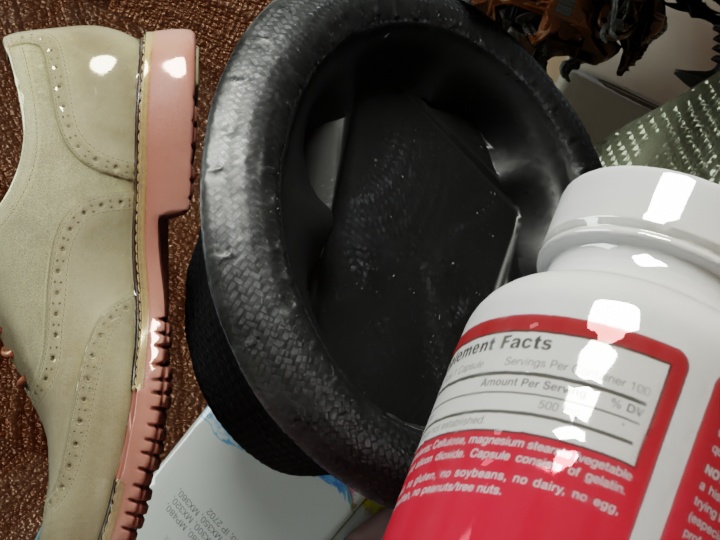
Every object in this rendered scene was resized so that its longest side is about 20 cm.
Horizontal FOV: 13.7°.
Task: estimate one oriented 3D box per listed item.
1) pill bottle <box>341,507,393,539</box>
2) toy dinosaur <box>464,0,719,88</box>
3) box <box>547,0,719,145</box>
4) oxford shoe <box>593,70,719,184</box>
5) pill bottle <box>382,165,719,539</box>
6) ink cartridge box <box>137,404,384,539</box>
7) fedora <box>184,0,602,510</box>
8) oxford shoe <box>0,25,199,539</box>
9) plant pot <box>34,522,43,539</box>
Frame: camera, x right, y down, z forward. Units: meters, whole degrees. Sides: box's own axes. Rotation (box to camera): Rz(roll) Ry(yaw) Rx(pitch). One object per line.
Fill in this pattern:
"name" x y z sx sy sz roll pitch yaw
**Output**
"pill bottle" 0.018 0.149 1.079 0.200 0.114 0.115 130 164 -73
"toy dinosaur" 0.116 -0.126 1.130 0.200 0.136 0.102 -49 0 7
"box" 0.101 -0.046 1.328 0.200 0.077 0.095 120 173 -50
"oxford shoe" 0.137 -0.032 1.051 0.200 0.058 0.075 -25 32 60
"pill bottle" 0.069 0.074 0.902 0.112 0.112 0.201 125 168 -65
"ink cartridge box" 0.007 0.064 1.229 0.200 0.083 0.146 -51 -20 17
"fedora" 0.000 0.000 1.015 0.091 0.200 0.201 -29 30 43
"oxford shoe" -0.097 0.017 0.989 0.071 0.073 0.201 120 156 -80
"plant pot" -0.083 0.222 1.313 0.200 0.195 0.201 -156 90 -84
